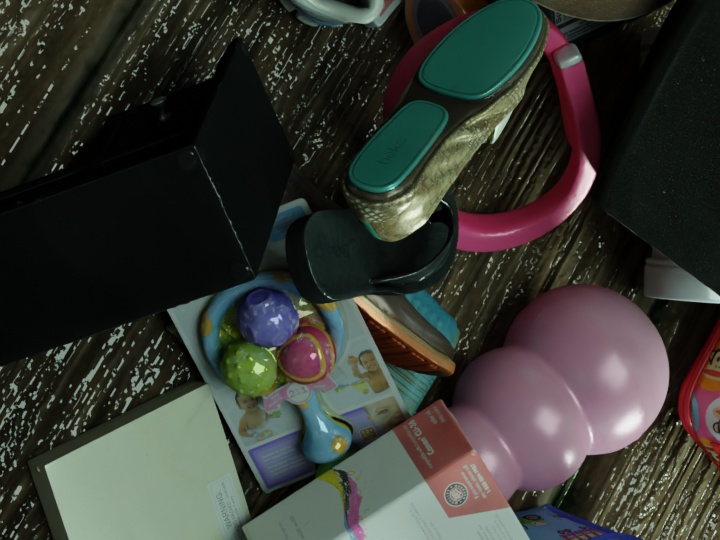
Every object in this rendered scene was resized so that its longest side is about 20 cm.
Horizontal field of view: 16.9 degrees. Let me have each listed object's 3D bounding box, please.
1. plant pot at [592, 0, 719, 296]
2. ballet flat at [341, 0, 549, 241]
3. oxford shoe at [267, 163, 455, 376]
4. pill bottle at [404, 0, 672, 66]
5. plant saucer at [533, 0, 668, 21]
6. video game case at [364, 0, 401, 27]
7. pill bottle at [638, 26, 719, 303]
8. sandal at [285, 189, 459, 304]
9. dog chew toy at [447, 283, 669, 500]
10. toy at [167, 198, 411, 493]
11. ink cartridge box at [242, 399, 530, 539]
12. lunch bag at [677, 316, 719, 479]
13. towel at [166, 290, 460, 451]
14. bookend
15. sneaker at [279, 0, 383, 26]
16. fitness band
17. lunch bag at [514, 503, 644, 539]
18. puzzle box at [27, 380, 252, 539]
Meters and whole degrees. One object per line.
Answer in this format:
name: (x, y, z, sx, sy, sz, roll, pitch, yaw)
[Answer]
plant pot: (0.267, -0.087, 1.654, 0.200, 0.200, 0.178, 36, 106, -1)
ballet flat: (0.056, -0.094, 1.549, 0.200, 0.070, 0.065, -47, 146, -27)
oxford shoe: (0.000, 0.000, 1.619, 0.200, 0.071, 0.073, 41, 66, -28)
pill bottle: (0.127, -0.203, 1.697, 0.200, 0.106, 0.106, -26, 108, -31)
plant saucer: (0.153, -0.264, 1.598, 0.200, 0.034, 0.201, 6, 74, -23)
video game case: (0.027, -0.287, 1.672, 0.200, 0.017, 0.143, -51, 119, -22)
pill bottle: (0.258, -0.078, 1.797, 0.111, 0.111, 0.201, 3, 92, -36)
sandal: (0.024, -0.018, 1.571, 0.200, 0.048, 0.075, -22, 97, -58)
dog chew toy: (0.122, 0.098, 1.713, 0.200, 0.124, 0.125, -35, 113, -20)
toy: (-0.049, 0.061, 1.574, 0.115, 0.047, 0.200, -22, 122, 8)
ink cartridge box: (0.003, 0.191, 1.609, 0.200, 0.068, 0.117, -32, 127, -2)
lunch bag: (0.330, 0.111, 1.866, 0.200, 0.082, 0.176, 46, 68, -43)
towel: (-0.028, 0.040, 1.655, 0.200, 0.022, 0.147, 42, 69, -29)
bookend: (-0.157, -0.042, 1.496, 0.200, 0.198, 0.092, -75, 144, -65)
sneaker: (-0.058, -0.225, 1.563, 0.200, 0.087, 0.075, 34, 90, -27)
fitness band: (0.092, -0.093, 1.661, 0.143, 0.037, 0.200, -23, 135, -4)
lunch bag: (0.138, 0.233, 1.678, 0.150, 0.200, 0.094, -8, 98, -36)
puzzle box: (-0.130, 0.189, 1.588, 0.133, 0.025, 0.200, -26, 108, -33)
